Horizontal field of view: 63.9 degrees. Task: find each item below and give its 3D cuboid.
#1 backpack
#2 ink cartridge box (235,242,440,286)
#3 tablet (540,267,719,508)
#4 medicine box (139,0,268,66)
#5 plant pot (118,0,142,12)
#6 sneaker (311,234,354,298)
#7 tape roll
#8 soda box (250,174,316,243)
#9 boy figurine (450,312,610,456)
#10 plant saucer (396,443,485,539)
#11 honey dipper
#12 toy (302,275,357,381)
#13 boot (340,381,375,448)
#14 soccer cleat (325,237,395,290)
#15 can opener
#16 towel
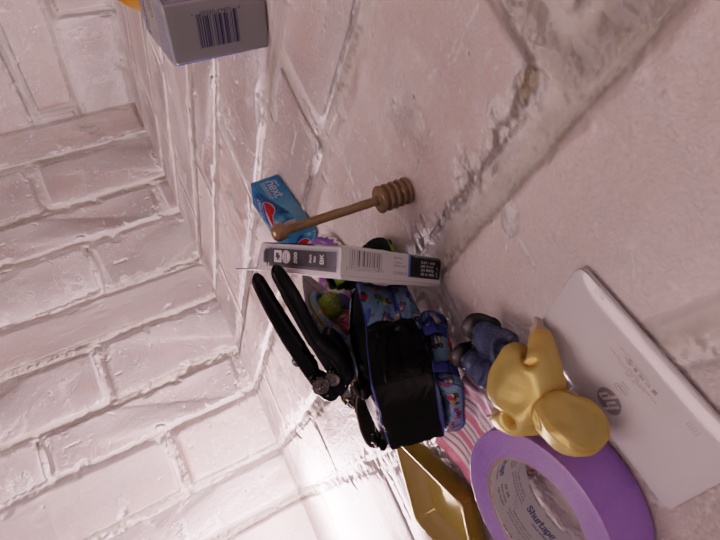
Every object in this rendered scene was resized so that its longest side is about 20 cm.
[{"bbox_3d":[0.055,0.111,0.779,0.184,0.132,0.202,75,-177,-47],"label":"backpack"},{"bbox_3d":[-0.028,-0.009,0.756,0.197,0.196,0.044,4,89,42],"label":"ink cartridge box"},{"bbox_3d":[0.241,0.108,0.529,0.201,0.013,0.131,58,156,29],"label":"tablet"},{"bbox_3d":[-0.289,-0.473,1.048,0.200,0.180,0.104,50,151,40],"label":"medicine box"},{"bbox_3d":[-0.468,-0.716,1.280,0.183,0.198,0.203,-42,71,50],"label":"plant pot"},{"bbox_3d":[-0.051,0.024,1.054,0.202,0.087,0.081,60,158,24],"label":"sneaker"},{"bbox_3d":[0.211,0.257,0.633,0.200,0.065,0.203,39,138,45],"label":"tape roll"},{"bbox_3d":[-0.163,-0.114,1.224,0.201,0.067,0.065,53,154,36],"label":"soda box"},{"bbox_3d":[0.170,0.112,0.591,0.200,0.063,0.127,39,115,58],"label":"boy figurine"},{"bbox_3d":[0.142,0.394,0.964,0.199,0.048,0.203,29,138,57],"label":"plant saucer"},{"bbox_3d":[-0.023,-0.074,0.744,0.038,0.197,0.038,50,153,39],"label":"honey dipper"},{"bbox_3d":[-0.033,0.072,0.879,0.115,0.047,0.201,45,-163,-26],"label":"toy"},{"bbox_3d":[0.006,0.241,1.104,0.151,0.072,0.204,117,143,-64],"label":"boot"},{"bbox_3d":[0.000,0.000,0.917,0.069,0.080,0.200,67,158,4],"label":"soccer cleat"},{"bbox_3d":[-0.071,0.080,0.706,0.201,0.063,0.079,56,-171,-27],"label":"can opener"},{"bbox_3d":[0.169,0.249,0.807,0.147,0.029,0.202,54,154,33],"label":"towel"}]
